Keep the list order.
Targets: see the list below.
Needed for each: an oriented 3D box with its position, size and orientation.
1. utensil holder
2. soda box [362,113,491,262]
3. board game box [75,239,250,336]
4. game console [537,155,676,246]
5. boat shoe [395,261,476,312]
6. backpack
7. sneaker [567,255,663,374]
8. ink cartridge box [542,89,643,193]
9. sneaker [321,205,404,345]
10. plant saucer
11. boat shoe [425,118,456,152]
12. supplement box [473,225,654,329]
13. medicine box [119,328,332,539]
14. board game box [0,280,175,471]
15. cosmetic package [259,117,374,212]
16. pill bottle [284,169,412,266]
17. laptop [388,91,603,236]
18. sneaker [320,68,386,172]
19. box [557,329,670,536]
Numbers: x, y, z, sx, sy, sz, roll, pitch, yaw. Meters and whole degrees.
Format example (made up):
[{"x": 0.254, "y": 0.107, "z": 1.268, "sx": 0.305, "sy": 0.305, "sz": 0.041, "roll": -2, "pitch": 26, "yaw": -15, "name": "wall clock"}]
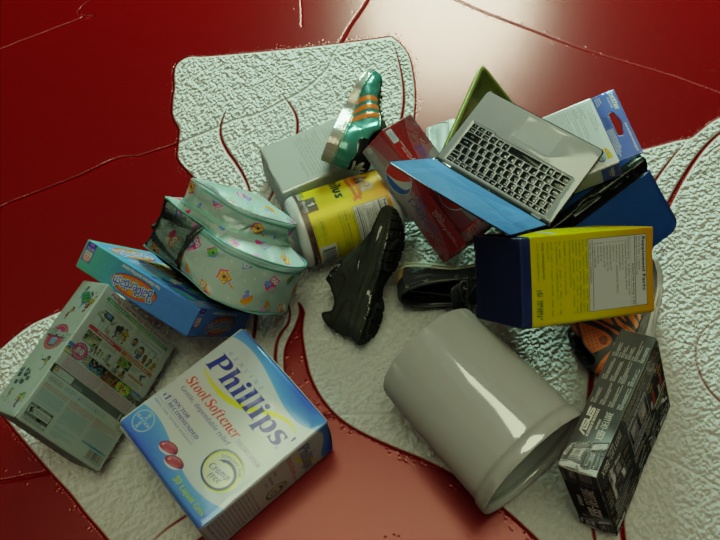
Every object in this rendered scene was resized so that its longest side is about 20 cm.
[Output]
[{"x": 0.149, "y": 0.170, "z": 1.010, "sx": 0.170, "sy": 0.170, "sz": 0.200, "roll": -35, "pitch": 62, "yaw": -17, "name": "utensil holder"}, {"x": 0.094, "y": -0.116, "z": 1.141, "sx": 0.063, "sy": 0.070, "sz": 0.200, "roll": -35, "pitch": 87, "yaw": -33, "name": "soda box"}, {"x": -0.272, "y": 0.028, "z": 1.127, "sx": 0.200, "sy": 0.152, "sz": 0.045, "roll": 29, "pitch": 95, "yaw": 19, "name": "board game box"}, {"x": 0.311, "y": -0.083, "z": 1.140, "sx": 0.200, "sy": 0.118, "sz": 0.171, "roll": -37, "pitch": 53, "yaw": 1, "name": "game console"}, {"x": 0.146, "y": 0.028, "z": 1.148, "sx": 0.199, "sy": 0.075, "sz": 0.062, "roll": 3, "pitch": 46, "yaw": 12, "name": "boat shoe"}, {"x": -0.172, "y": -0.030, "z": 1.118, "sx": 0.200, "sy": 0.176, "sz": 0.154, "roll": 44, "pitch": 108, "yaw": 32, "name": "backpack"}, {"x": 0.353, "y": 0.054, "z": 1.122, "sx": 0.112, "sy": 0.078, "sz": 0.201, "roll": 13, "pitch": 60, "yaw": 9, "name": "sneaker"}, {"x": 0.272, "y": -0.158, "z": 1.104, "sx": 0.199, "sy": 0.042, "sz": 0.120, "roll": -22, "pitch": 56, "yaw": 16, "name": "ink cartridge box"}, {"x": 0.000, "y": 0.000, "z": 1.142, "sx": 0.090, "sy": 0.076, "sz": 0.201, "roll": 19, "pitch": 89, "yaw": 24, "name": "sneaker"}, {"x": 0.200, "y": -0.173, "z": 1.227, "sx": 0.048, "sy": 0.200, "sz": 0.200, "roll": -18, "pitch": 37, "yaw": 45, "name": "plant saucer"}, {"x": 0.129, "y": -0.150, "z": 1.270, "sx": 0.071, "sy": 0.070, "sz": 0.202, "roll": -8, "pitch": 57, "yaw": 18, "name": "boat shoe"}, {"x": 0.255, "y": 0.003, "z": 1.011, "sx": 0.199, "sy": 0.109, "sz": 0.109, "roll": -5, "pitch": 96, "yaw": -22, "name": "supplement box"}, {"x": -0.169, "y": 0.212, "z": 1.038, "sx": 0.200, "sy": 0.103, "sz": 0.182, "roll": -38, "pitch": 64, "yaw": -18, "name": "medicine box"}, {"x": -0.357, "y": 0.138, "z": 1.063, "sx": 0.064, "sy": 0.148, "sz": 0.200, "roll": 5, "pitch": 55, "yaw": 39, "name": "board game box"}, {"x": -0.048, "y": -0.174, "z": 1.282, "sx": 0.199, "sy": 0.071, "sz": 0.102, "roll": -23, "pitch": 60, "yaw": -11, "name": "cosmetic package"}, {"x": -0.006, "y": -0.086, "z": 1.205, "sx": 0.199, "sy": 0.109, "sz": 0.110, "roll": -19, "pitch": 60, "yaw": -9, "name": "pill bottle"}, {"x": 0.177, "y": -0.144, "z": 1.030, "sx": 0.187, "sy": 0.116, "sz": 0.200, "roll": 35, "pitch": 81, "yaw": 24, "name": "laptop"}, {"x": 0.007, "y": -0.226, "z": 1.236, "sx": 0.080, "sy": 0.071, "sz": 0.201, "roll": 24, "pitch": 57, "yaw": -3, "name": "sneaker"}, {"x": 0.316, "y": 0.199, "z": 0.986, "sx": 0.050, "sy": 0.158, "sz": 0.200, "roll": 13, "pitch": 58, "yaw": 37, "name": "box"}]
